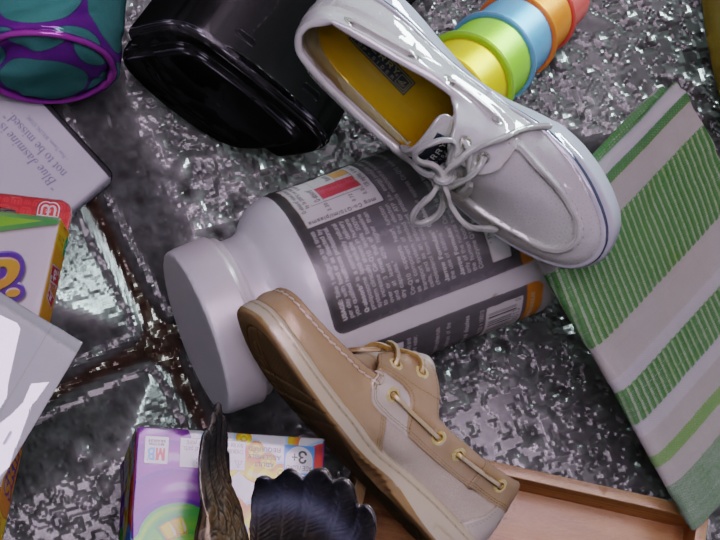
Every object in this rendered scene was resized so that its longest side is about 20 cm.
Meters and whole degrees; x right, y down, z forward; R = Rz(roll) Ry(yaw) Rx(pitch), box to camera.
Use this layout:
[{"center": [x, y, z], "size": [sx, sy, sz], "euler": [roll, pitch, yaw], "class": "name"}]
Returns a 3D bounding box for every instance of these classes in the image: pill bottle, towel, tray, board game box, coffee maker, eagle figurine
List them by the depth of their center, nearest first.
[{"center": [-0.068, 0.184, 1.397], "size": [0.151, 0.151, 0.200], "euler": [33, 79, 13], "class": "eagle figurine"}, {"center": [-0.078, 0.194, 1.527], "size": [0.104, 0.103, 0.201], "euler": [4, 74, -8], "class": "board game box"}, {"center": [-0.220, 0.045, 1.548], "size": [0.095, 0.030, 0.201], "euler": [6, 65, 9], "class": "board game box"}, {"center": [0.000, 0.000, 1.587], "size": [0.199, 0.116, 0.117], "euler": [-20, 79, -14], "class": "pill bottle"}, {"center": [-0.030, -0.179, 1.592], "size": [0.134, 0.192, 0.201], "euler": [30, 72, 0], "class": "coffee maker"}, {"center": [0.087, 0.162, 1.599], "size": [0.199, 0.037, 0.099], "euler": [13, 73, -5], "class": "tray"}, {"center": [0.177, 0.018, 1.601], "size": [0.153, 0.023, 0.201], "euler": [-44, 113, -33], "class": "towel"}]

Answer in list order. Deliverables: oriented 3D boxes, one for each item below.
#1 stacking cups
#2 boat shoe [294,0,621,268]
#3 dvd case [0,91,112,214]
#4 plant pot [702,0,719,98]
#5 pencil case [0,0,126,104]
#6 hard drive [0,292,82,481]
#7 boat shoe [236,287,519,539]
[{"center": [0.081, -0.121, 1.615], "size": [0.060, 0.061, 0.200], "euler": [43, 32, 4], "class": "stacking cups"}, {"center": [0.045, -0.066, 1.484], "size": [0.202, 0.075, 0.086], "euler": [45, 32, -1], "class": "boat shoe"}, {"center": [-0.258, -0.041, 1.608], "size": [0.200, 0.018, 0.143], "euler": [-42, 85, -17], "class": "dvd case"}, {"center": [0.285, -0.104, 1.643], "size": [0.199, 0.200, 0.143], "euler": [5, 99, -8], "class": "plant pot"}, {"center": [-0.174, -0.199, 1.623], "size": [0.092, 0.085, 0.201], "euler": [12, 65, -29], "class": "pencil case"}, {"center": [-0.261, 0.041, 1.485], "size": [0.199, 0.026, 0.132], "euler": [32, 72, -8], "class": "hard drive"}, {"center": [0.013, 0.071, 1.524], "size": [0.069, 0.074, 0.200], "euler": [-46, 120, -10], "class": "boat shoe"}]
